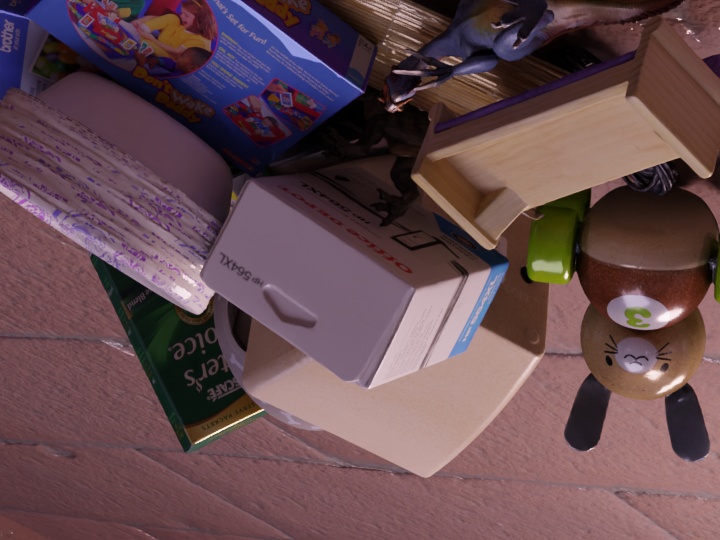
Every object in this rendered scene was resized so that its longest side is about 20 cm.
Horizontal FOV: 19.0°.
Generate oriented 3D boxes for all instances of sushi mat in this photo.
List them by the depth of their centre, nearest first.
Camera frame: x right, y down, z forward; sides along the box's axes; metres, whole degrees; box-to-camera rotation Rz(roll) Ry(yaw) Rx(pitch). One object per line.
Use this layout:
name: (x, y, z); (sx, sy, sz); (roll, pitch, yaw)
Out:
sushi mat: (0.059, -0.136, 1.456); (0.199, 0.012, 0.096); (25, 147, 6)

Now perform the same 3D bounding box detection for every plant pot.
plant pot: (0.047, 0.019, 1.729); (0.199, 0.201, 0.177); (28, 143, -29)

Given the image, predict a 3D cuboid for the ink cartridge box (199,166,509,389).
ink cartridge box: (0.000, 0.000, 1.512); (0.145, 0.085, 0.200); (33, -165, 16)

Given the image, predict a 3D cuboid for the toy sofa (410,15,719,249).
toy sofa: (0.134, -0.095, 1.354); (0.199, 0.098, 0.083); (-18, 131, 45)

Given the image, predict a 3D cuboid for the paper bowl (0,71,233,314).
paper bowl: (-0.170, -0.063, 1.518); (0.200, 0.105, 0.201); (32, 173, 4)

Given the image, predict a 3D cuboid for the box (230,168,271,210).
box: (-0.149, -0.091, 1.801); (0.116, 0.049, 0.200); (10, 163, 22)

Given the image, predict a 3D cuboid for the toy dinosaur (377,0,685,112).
toy dinosaur: (0.084, -0.141, 1.358); (0.198, 0.106, 0.182); (18, 162, -6)

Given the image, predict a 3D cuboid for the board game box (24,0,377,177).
board game box: (-0.107, -0.161, 1.454); (0.199, 0.045, 0.134); (36, 137, -22)

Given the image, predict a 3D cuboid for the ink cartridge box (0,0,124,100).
ink cartridge box: (-0.201, -0.152, 1.570); (0.198, 0.042, 0.120); (19, 149, -3)

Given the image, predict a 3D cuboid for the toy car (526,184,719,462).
toy car: (0.206, 0.047, 1.580); (0.163, 0.202, 0.158); (7, -161, 11)

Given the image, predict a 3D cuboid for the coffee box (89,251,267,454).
coffee box: (-0.144, 0.047, 1.914); (0.122, 0.201, 0.044); (-23, 171, -20)

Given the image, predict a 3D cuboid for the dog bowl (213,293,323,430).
dog bowl: (-0.038, 0.042, 1.808); (0.199, 0.201, 0.059); (28, 142, -29)

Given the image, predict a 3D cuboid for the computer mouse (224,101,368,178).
computer mouse: (-0.065, -0.101, 1.615); (0.140, 0.046, 0.200); (-19, -177, -22)

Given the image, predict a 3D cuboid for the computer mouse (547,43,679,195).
computer mouse: (0.122, -0.101, 1.517); (0.199, 0.053, 0.139); (-11, 130, 43)

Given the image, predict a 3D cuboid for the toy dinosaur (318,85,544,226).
toy dinosaur: (0.028, -0.082, 1.487); (0.200, 0.088, 0.048); (40, 144, 26)
